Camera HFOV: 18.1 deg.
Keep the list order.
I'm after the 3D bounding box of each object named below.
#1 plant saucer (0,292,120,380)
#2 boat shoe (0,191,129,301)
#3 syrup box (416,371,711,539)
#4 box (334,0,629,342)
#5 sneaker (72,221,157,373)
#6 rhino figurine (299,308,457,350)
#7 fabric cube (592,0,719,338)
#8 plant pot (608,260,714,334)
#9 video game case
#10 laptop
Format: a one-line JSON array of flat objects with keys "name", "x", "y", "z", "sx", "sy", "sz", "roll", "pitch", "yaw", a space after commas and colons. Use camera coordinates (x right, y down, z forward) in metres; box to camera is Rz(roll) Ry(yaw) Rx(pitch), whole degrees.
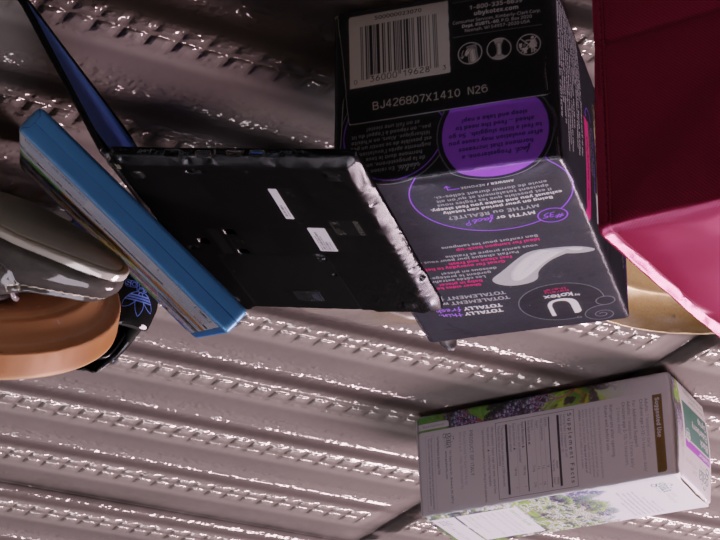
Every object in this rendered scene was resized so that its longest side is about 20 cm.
[{"name": "plant saucer", "x": -0.232, "y": 0.003, "z": 1.264, "sx": 0.199, "sy": 0.200, "sz": 0.032, "roll": 7, "pitch": 112, "yaw": -17}, {"name": "boat shoe", "x": -0.222, "y": -0.017, "z": 1.217, "sx": 0.199, "sy": 0.057, "sz": 0.067, "roll": 22, "pitch": -164, "yaw": 6}, {"name": "syrup box", "x": 0.147, "y": 0.138, "z": 1.636, "sx": 0.199, "sy": 0.082, "sz": 0.079, "roll": -13, "pitch": 154, "yaw": 22}, {"name": "box", "x": 0.068, "y": -0.053, "z": 1.213, "sx": 0.122, "sy": 0.107, "sz": 0.200, "roll": -7, "pitch": 153, "yaw": 14}, {"name": "sneaker", "x": -0.189, "y": 0.032, "z": 1.409, "sx": 0.070, "sy": 0.078, "sz": 0.200, "roll": 15, "pitch": 149, "yaw": -30}, {"name": "rhino figurine", "x": 0.000, "y": 0.000, "z": 1.327, "sx": 0.199, "sy": 0.088, "sz": 0.060, "roll": 17, "pitch": 111, "yaw": -34}, {"name": "fabric cube", "x": 0.236, "y": -0.090, "z": 1.043, "sx": 0.199, "sy": 0.201, "sz": 0.196, "roll": -15, "pitch": 152, "yaw": 30}, {"name": "plant pot", "x": 0.221, "y": -0.013, "z": 1.393, "sx": 0.199, "sy": 0.028, "sz": 0.200, "roll": -1, "pitch": 155, "yaw": 0}, {"name": "video game case", "x": -0.125, "y": -0.020, "z": 1.196, "sx": 0.143, "sy": 0.018, "sz": 0.200, "roll": 44, "pitch": 172, "yaw": -4}, {"name": "laptop", "x": -0.066, "y": -0.061, "z": 1.160, "sx": 0.199, "sy": 0.104, "sz": 0.177, "roll": 1, "pitch": 156, "yaw": 18}]
